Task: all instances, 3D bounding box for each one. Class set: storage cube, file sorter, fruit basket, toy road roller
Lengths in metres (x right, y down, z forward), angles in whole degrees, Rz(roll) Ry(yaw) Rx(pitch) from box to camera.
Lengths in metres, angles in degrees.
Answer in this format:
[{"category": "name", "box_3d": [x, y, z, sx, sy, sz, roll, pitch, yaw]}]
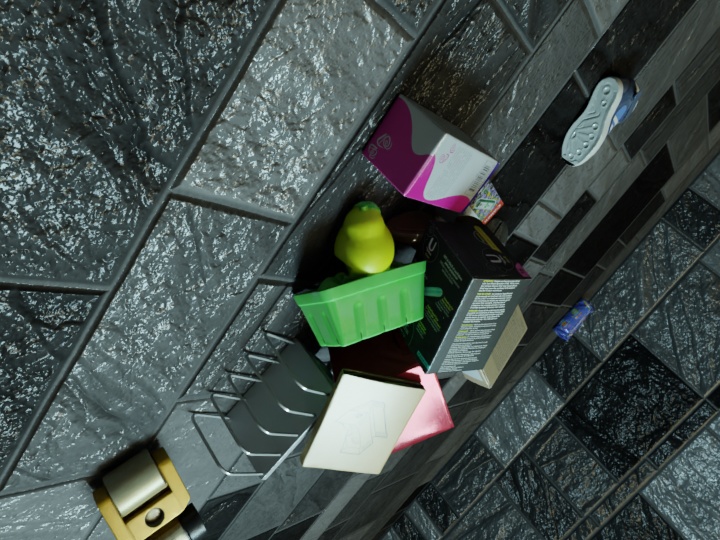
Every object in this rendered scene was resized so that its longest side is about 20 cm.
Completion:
[{"category": "storage cube", "box_3d": [0.052, 0.209, 1.128, 0.176, 0.172, 0.203, -23, 121, 1]}, {"category": "file sorter", "box_3d": [-0.161, 0.224, 1.007, 0.201, 0.139, 0.124, -47, 150, 5]}, {"category": "fruit basket", "box_3d": [0.000, 0.000, 0.955, 0.213, 0.220, 0.154, -29, -171, -28]}, {"category": "toy road roller", "box_3d": [-0.356, 0.387, 1.006, 0.121, 0.145, 0.205, -30, 113, -25]}]

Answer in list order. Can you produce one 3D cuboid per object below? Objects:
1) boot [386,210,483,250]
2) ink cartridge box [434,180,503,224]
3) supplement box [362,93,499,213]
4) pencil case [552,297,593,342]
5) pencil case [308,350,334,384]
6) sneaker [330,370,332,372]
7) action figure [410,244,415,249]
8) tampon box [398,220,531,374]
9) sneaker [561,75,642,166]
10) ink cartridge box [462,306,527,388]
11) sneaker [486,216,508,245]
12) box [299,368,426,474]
[{"category": "boot", "box_3d": [0.121, -0.019, 1.075, 0.195, 0.074, 0.158, 1, 125, -23]}, {"category": "ink cartridge box", "box_3d": [0.223, -0.115, 1.178, 0.109, 0.050, 0.199, -48, 152, 7]}, {"category": "supplement box", "box_3d": [0.109, -0.165, 0.887, 0.102, 0.104, 0.198, -53, 154, 19]}, {"category": "pencil case", "box_3d": [0.937, 0.218, 2.641, 0.078, 0.087, 0.201, 39, 95, -30]}, {"category": "pencil case", "box_3d": [-0.136, 0.247, 1.125, 0.200, 0.091, 0.083, -44, 154, -5]}, {"category": "sneaker", "box_3d": [-0.020, 0.195, 1.262, 0.202, 0.073, 0.081, -57, 172, 19]}, {"category": "action figure", "box_3d": [0.162, -0.019, 1.182, 0.065, 0.099, 0.200, -44, 156, 5]}, {"category": "tampon box", "box_3d": [0.159, 0.045, 0.996, 0.123, 0.151, 0.203, 1, 128, -29]}, {"category": "sneaker", "box_3d": [0.530, -0.319, 1.302, 0.144, 0.080, 0.204, -10, 131, -43]}, {"category": "ink cartridge box", "box_3d": [0.246, 0.105, 1.212, 0.165, 0.074, 0.202, -48, 129, -23]}, {"category": "sneaker", "box_3d": [0.237, -0.034, 1.293, 0.204, 0.074, 0.116, -61, -168, 13]}, {"category": "box", "box_3d": [0.002, 0.263, 1.027, 0.160, 0.021, 0.203, 14, 116, -26]}]
